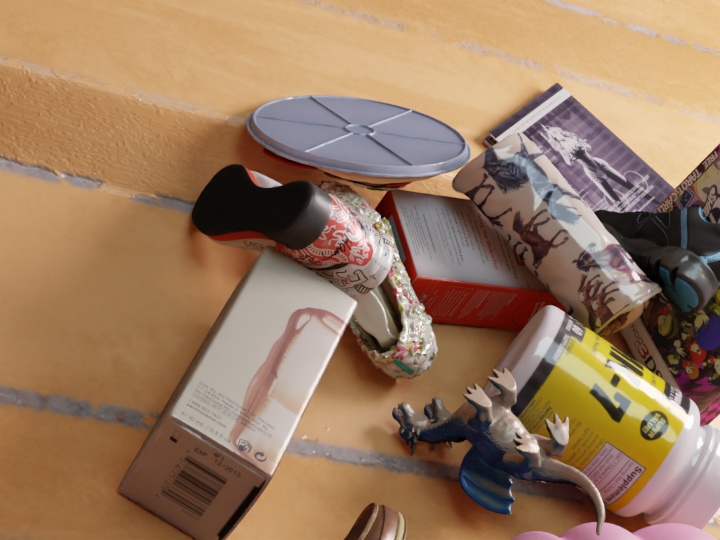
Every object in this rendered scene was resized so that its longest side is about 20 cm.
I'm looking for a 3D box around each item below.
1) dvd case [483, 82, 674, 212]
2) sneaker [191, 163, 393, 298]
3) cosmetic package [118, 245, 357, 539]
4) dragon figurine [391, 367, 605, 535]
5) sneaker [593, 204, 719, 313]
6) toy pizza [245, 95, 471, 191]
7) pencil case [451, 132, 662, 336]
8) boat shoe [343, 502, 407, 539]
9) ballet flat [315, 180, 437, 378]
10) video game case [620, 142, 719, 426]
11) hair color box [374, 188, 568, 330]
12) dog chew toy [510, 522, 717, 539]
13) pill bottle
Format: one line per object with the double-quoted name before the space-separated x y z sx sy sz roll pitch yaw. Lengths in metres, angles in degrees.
"dvd case" 0.231 -0.092 1.731 0.200 0.016 0.149 44 42 8
"sneaker" -0.053 -0.027 1.391 0.108 0.201 0.067 35 78 -29
"cosmetic package" -0.086 0.089 1.275 0.087 0.103 0.200 32 42 -5
"dragon figurine" 0.113 0.146 1.346 0.200 0.100 0.059 39 47 22
"sneaker" 0.265 -0.019 1.526 0.082 0.200 0.073 -37 117 -11
"toy pizza" -0.002 -0.109 1.533 0.199 0.032 0.200 7 22 -3
"pencil case" 0.164 -0.029 1.487 0.078 0.090 0.200 -36 76 -18
"boat shoe" -0.027 0.225 1.208 0.067 0.072 0.200 37 43 -1
"ballet flat" 0.000 0.000 1.435 0.200 0.076 0.064 57 17 25
"video game case" 0.309 0.015 1.540 0.036 0.200 0.182 4 50 -41
"hair color box" 0.109 -0.006 1.530 0.199 0.061 0.102 7 49 -29
"dog chew toy" 0.187 0.244 1.308 0.199 0.125 0.125 11 45 -14
"pill bottle" 0.204 0.128 1.428 0.200 0.114 0.114 34 40 -2
